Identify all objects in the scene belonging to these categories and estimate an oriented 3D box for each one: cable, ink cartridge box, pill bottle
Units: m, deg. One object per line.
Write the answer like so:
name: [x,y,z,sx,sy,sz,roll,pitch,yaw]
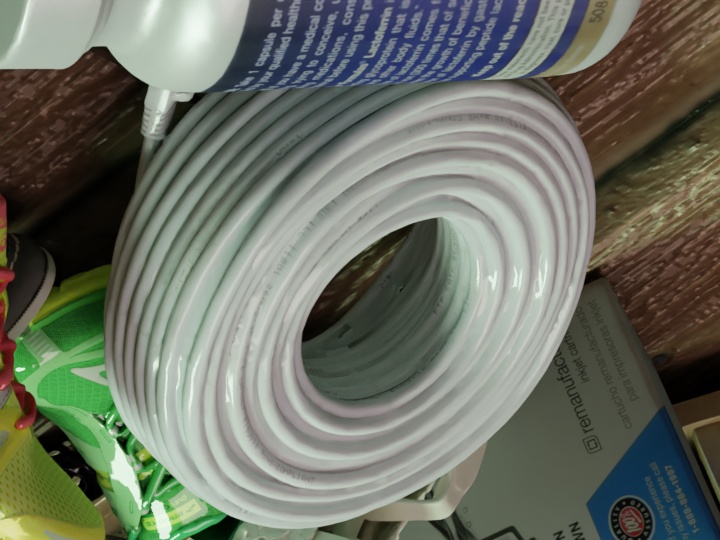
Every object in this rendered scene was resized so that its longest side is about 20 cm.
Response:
cable: [0.000,0.000,1.059,0.200,0.069,0.200,-6,125,-39]
ink cartridge box: [0.048,0.117,1.232,0.200,0.146,0.084,-26,149,6]
pill bottle: [-0.020,-0.112,0.889,0.200,0.116,0.116,-5,144,-25]

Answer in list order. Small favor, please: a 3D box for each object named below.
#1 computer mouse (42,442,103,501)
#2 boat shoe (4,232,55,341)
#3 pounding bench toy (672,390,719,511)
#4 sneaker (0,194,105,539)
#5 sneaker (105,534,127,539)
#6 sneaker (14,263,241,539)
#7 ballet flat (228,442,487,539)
computer mouse: [-0.192,0.095,1.141,0.138,0.053,0.200,-34,165,12]
boat shoe: [-0.204,0.037,1.046,0.200,0.067,0.057,-31,127,9]
pounding bench toy: [0.133,0.148,1.318,0.200,0.156,0.124,-16,148,-8]
sneaker: [-0.143,0.018,0.978,0.090,0.078,0.200,-39,105,1]
sneaker: [-0.130,0.129,1.148,0.200,0.088,0.075,15,99,-46]
sneaker: [-0.077,0.057,1.128,0.074,0.084,0.200,-31,150,10]
ballet flat: [0.001,0.093,1.155,0.200,0.072,0.072,-56,156,-22]
